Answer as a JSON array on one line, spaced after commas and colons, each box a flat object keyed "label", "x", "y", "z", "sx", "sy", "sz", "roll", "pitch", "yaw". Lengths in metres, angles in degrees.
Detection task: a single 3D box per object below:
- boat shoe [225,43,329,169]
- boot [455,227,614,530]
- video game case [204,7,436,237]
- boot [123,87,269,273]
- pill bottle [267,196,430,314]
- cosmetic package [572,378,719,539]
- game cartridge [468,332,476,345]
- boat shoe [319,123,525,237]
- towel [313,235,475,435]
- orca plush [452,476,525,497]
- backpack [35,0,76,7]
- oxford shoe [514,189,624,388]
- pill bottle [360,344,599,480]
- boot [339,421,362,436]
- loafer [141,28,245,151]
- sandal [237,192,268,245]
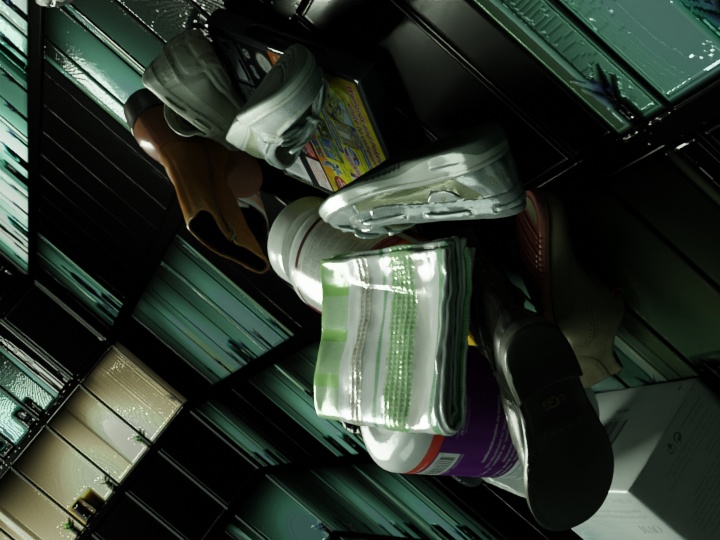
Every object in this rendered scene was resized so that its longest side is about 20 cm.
[{"label": "boat shoe", "x": -0.059, "y": -0.123, "z": 0.947, "sx": 0.065, "sy": 0.075, "sz": 0.202, "roll": 37, "pitch": 165, "yaw": -9}, {"label": "boot", "x": 0.126, "y": 0.080, "z": 0.922, "sx": 0.174, "sy": 0.068, "sz": 0.202, "roll": -119, "pitch": 13, "yaw": -66}, {"label": "video game case", "x": -0.031, "y": -0.127, "z": 1.030, "sx": 0.180, "sy": 0.026, "sz": 0.201, "roll": 27, "pitch": 157, "yaw": 35}, {"label": "boot", "x": -0.126, "y": -0.074, "z": 1.130, "sx": 0.188, "sy": 0.068, "sz": 0.200, "roll": 44, "pitch": -172, "yaw": -50}, {"label": "pill bottle", "x": 0.000, "y": 0.000, "z": 1.119, "sx": 0.199, "sy": 0.110, "sz": 0.110, "roll": 29, "pitch": 161, "yaw": 51}, {"label": "cosmetic package", "x": 0.290, "y": 0.213, "z": 1.058, "sx": 0.199, "sy": 0.123, "sz": 0.199, "roll": 39, "pitch": 162, "yaw": -6}, {"label": "game cartridge", "x": 0.069, "y": 0.062, "z": 1.230, "sx": 0.199, "sy": 0.033, "sz": 0.177, "roll": 14, "pitch": 149, "yaw": 48}, {"label": "boat shoe", "x": 0.042, "y": -0.056, "z": 0.904, "sx": 0.201, "sy": 0.074, "sz": 0.065, "roll": -16, "pitch": 104, "yaw": 49}, {"label": "towel", "x": 0.018, "y": 0.053, "z": 0.961, "sx": 0.030, "sy": 0.151, "sz": 0.199, "roll": 8, "pitch": 173, "yaw": -33}, {"label": "orca plush", "x": 0.113, "y": 0.156, "z": 1.209, "sx": 0.198, "sy": 0.106, "sz": 0.071, "roll": 23, "pitch": -167, "yaw": 7}, {"label": "backpack", "x": -0.259, "y": -0.298, "z": 0.884, "sx": 0.201, "sy": 0.126, "sz": 0.167, "roll": 53, "pitch": 172, "yaw": -17}, {"label": "oxford shoe", "x": 0.168, "y": 0.013, "z": 0.938, "sx": 0.071, "sy": 0.074, "sz": 0.201, "roll": -104, "pitch": -2, "yaw": -49}, {"label": "pill bottle", "x": 0.106, "y": 0.122, "z": 1.028, "sx": 0.198, "sy": 0.114, "sz": 0.112, "roll": 8, "pitch": 176, "yaw": -28}, {"label": "boot", "x": 0.017, "y": 0.150, "z": 1.388, "sx": 0.156, "sy": 0.080, "sz": 0.210, "roll": 2, "pitch": 174, "yaw": -34}, {"label": "loafer", "x": -0.144, "y": -0.152, "z": 1.068, "sx": 0.070, "sy": 0.069, "sz": 0.200, "roll": 60, "pitch": 180, "yaw": 18}, {"label": "sandal", "x": -0.148, "y": -0.090, "z": 1.301, "sx": 0.207, "sy": 0.059, "sz": 0.079, "roll": 52, "pitch": -177, "yaw": 38}]
